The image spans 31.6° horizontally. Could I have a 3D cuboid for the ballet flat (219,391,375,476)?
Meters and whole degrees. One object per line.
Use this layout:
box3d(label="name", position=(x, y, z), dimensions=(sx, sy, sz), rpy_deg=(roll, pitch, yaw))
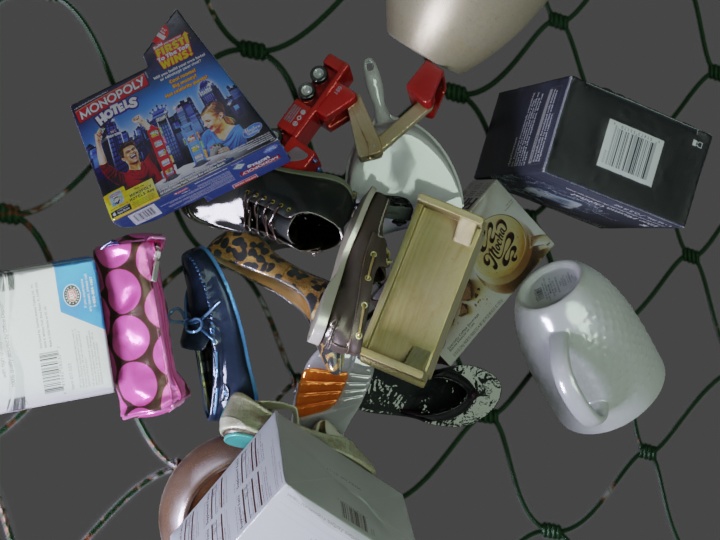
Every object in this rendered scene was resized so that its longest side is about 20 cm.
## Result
box3d(label="ballet flat", position=(-0.063, 0.187, 1.434), dimensions=(0.198, 0.067, 0.063), rpy_deg=(23, 56, -21))

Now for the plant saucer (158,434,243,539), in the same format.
box3d(label="plant saucer", position=(-0.132, 0.286, 1.463), dimensions=(0.197, 0.032, 0.203), rpy_deg=(-3, 103, -13))

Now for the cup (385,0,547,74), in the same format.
box3d(label="cup", position=(0.107, -0.313, 1.460), dimensions=(0.198, 0.201, 0.144), rpy_deg=(24, 105, -18))

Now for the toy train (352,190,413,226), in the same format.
box3d(label="toy train", position=(-0.037, -0.082, 1.463), dimensions=(0.197, 0.046, 0.035), rpy_deg=(7, 108, 1))

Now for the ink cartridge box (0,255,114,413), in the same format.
box3d(label="ink cartridge box", position=(-0.375, 0.072, 1.361), dimensions=(0.197, 0.086, 0.149), rpy_deg=(-9, 95, -16))

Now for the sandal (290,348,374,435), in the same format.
box3d(label="sandal", position=(-0.049, 0.162, 1.492), dimensions=(0.078, 0.059, 0.209), rpy_deg=(19, 108, -11))

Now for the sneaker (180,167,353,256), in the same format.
box3d(label="sneaker", position=(-0.109, -0.068, 1.389), dimensions=(0.197, 0.107, 0.076), rpy_deg=(0, 115, 4))

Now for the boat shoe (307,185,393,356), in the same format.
box3d(label="boat shoe", position=(0.000, 0.000, 1.379), dimensions=(0.059, 0.072, 0.202), rpy_deg=(22, 59, -4))

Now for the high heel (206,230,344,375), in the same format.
box3d(label="high heel", position=(-0.095, 0.036, 1.425), dimensions=(0.141, 0.072, 0.202), rpy_deg=(-8, 61, -10))

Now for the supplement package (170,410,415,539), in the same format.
box3d(label="supplement package", position=(-0.074, 0.304, 1.366), dimensions=(0.190, 0.147, 0.200), rpy_deg=(35, 105, -20))

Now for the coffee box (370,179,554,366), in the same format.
box3d(label="coffee box", position=(0.120, 0.002, 1.522), dimensions=(0.113, 0.080, 0.200), rpy_deg=(46, 79, -15))

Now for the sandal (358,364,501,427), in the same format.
box3d(label="sandal", position=(0.082, 0.152, 1.535), dimensions=(0.198, 0.048, 0.077), rpy_deg=(3, 92, -18))

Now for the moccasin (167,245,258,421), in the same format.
box3d(label="moccasin", position=(-0.170, 0.076, 1.430), dimensions=(0.068, 0.080, 0.203), rpy_deg=(-20, 98, -22))

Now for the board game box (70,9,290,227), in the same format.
box3d(label="board game box", position=(-0.205, -0.171, 1.390), dimensions=(0.198, 0.062, 0.202), rpy_deg=(-25, 69, 3))

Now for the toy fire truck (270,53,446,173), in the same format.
box3d(label="toy fire truck", position=(-0.008, -0.172, 1.454), dimensions=(0.140, 0.049, 0.201), rpy_deg=(33, 81, 16))

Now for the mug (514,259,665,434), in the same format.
box3d(label="mug", position=(0.259, 0.097, 1.500), dimensions=(0.146, 0.201, 0.176), rpy_deg=(-21, 120, 24))

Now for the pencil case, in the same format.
box3d(label="pencil case", position=(-0.237, 0.060, 1.394), dimensions=(0.090, 0.093, 0.203), rpy_deg=(-18, 99, -60))

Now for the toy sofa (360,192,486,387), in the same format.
box3d(label="toy sofa", position=(0.070, 0.023, 1.432), dimensions=(0.082, 0.098, 0.202), rpy_deg=(21, 85, 9))

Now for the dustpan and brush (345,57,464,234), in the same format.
box3d(label="dustpan and brush", position=(0.034, -0.152, 1.501), dimensions=(0.138, 0.057, 0.203), rpy_deg=(-15, 99, 4))

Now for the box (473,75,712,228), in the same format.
box3d(label="box", position=(0.269, -0.133, 1.501), dimensions=(0.195, 0.200, 0.119), rpy_deg=(19, 86, -17))
